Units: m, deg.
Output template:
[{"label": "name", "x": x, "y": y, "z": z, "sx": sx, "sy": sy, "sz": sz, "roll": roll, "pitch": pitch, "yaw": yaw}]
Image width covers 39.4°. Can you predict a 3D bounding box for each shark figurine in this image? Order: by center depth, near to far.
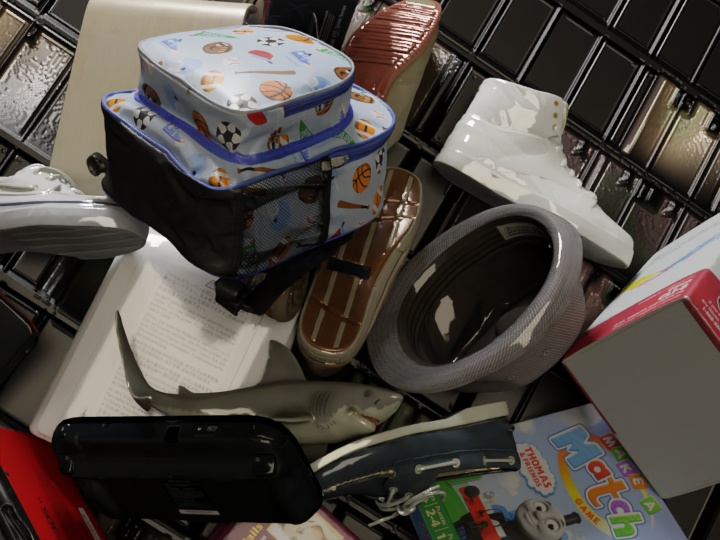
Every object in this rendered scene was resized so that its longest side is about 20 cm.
[{"label": "shark figurine", "x": -0.085, "y": 0.088, "z": 0.765, "sx": 0.210, "sy": 0.129, "sz": 0.091, "roll": 8, "pitch": 60, "yaw": -13}]

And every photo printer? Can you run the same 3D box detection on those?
[{"label": "photo printer", "x": -0.149, "y": 0.073, "z": 0.817, "sx": 0.164, "sy": 0.069, "sz": 0.203, "roll": 25, "pitch": 77, "yaw": -6}]

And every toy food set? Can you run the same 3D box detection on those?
[{"label": "toy food set", "x": -0.172, "y": -0.138, "z": 0.855, "sx": 0.141, "sy": 0.060, "sz": 0.204, "roll": 7, "pitch": 78, "yaw": 10}]

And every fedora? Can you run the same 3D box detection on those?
[{"label": "fedora", "x": 0.109, "y": 0.040, "z": 0.843, "sx": 0.199, "sy": 0.178, "sz": 0.090, "roll": -39, "pitch": 124, "yaw": 9}]

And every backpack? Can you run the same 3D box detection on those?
[{"label": "backpack", "x": -0.072, "y": -0.092, "z": 0.725, "sx": 0.189, "sy": 0.156, "sz": 0.199, "roll": -16, "pitch": 44, "yaw": -42}]

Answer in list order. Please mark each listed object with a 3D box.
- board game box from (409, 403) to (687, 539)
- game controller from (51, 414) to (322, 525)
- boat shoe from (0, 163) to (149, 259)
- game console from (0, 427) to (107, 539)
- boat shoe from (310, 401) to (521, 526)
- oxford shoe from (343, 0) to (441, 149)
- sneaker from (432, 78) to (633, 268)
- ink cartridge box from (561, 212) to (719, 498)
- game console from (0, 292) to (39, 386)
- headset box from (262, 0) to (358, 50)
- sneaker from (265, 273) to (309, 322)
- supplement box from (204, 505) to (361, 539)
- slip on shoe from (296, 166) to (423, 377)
[{"label": "board game box", "x": 0.144, "y": 0.196, "z": 0.819, "sx": 0.196, "sy": 0.037, "sz": 0.152, "roll": -11, "pitch": 47, "yaw": -18}, {"label": "game controller", "x": -0.125, "y": 0.144, "z": 0.718, "sx": 0.196, "sy": 0.105, "sz": 0.043, "roll": -3, "pitch": 49, "yaw": 23}, {"label": "boat shoe", "x": -0.257, "y": -0.053, "z": 0.792, "sx": 0.196, "sy": 0.074, "sz": 0.068, "roll": 1, "pitch": 69, "yaw": 14}, {"label": "game console", "x": -0.263, "y": 0.223, "z": 0.714, "sx": 0.118, "sy": 0.172, "sz": 0.201, "roll": -38, "pitch": 69, "yaw": 3}, {"label": "boat shoe", "x": 0.039, "y": 0.153, "z": 0.772, "sx": 0.197, "sy": 0.075, "sz": 0.063, "roll": -10, "pitch": 74, "yaw": -33}, {"label": "oxford shoe", "x": 0.018, "y": -0.162, "z": 0.894, "sx": 0.070, "sy": 0.074, "sz": 0.201, "roll": 17, "pitch": 59, "yaw": 28}, {"label": "sneaker", "x": 0.176, "y": -0.094, "z": 0.900, "sx": 0.198, "sy": 0.074, "sz": 0.117, "roll": 31, "pitch": 80, "yaw": -2}, {"label": "ink cartridge box", "x": 0.296, "y": 0.055, "z": 0.826, "sx": 0.146, "sy": 0.144, "sz": 0.199, "roll": 51, "pitch": 49, "yaw": 0}, {"label": "game console", "x": -0.374, "y": 0.064, "z": 0.778, "sx": 0.176, "sy": 0.031, "sz": 0.201, "roll": 42, "pitch": 91, "yaw": -1}, {"label": "headset box", "x": -0.043, "y": -0.283, "z": 0.853, "sx": 0.073, "sy": 0.149, "sz": 0.204, "roll": 2, "pitch": 80, "yaw": -9}, {"label": "sneaker", "x": -0.077, "y": -0.042, "z": 0.830, "sx": 0.074, "sy": 0.071, "sz": 0.202, "roll": 2, "pitch": 50, "yaw": 4}, {"label": "supplement box", "x": -0.037, "y": 0.268, "z": 0.789, "sx": 0.200, "sy": 0.103, "sz": 0.131, "roll": 43, "pitch": 77, "yaw": -2}, {"label": "slip on shoe", "x": 0.000, "y": 0.000, "z": 0.863, "sx": 0.075, "sy": 0.061, "sz": 0.202, "roll": 16, "pitch": 59, "yaw": 6}]
